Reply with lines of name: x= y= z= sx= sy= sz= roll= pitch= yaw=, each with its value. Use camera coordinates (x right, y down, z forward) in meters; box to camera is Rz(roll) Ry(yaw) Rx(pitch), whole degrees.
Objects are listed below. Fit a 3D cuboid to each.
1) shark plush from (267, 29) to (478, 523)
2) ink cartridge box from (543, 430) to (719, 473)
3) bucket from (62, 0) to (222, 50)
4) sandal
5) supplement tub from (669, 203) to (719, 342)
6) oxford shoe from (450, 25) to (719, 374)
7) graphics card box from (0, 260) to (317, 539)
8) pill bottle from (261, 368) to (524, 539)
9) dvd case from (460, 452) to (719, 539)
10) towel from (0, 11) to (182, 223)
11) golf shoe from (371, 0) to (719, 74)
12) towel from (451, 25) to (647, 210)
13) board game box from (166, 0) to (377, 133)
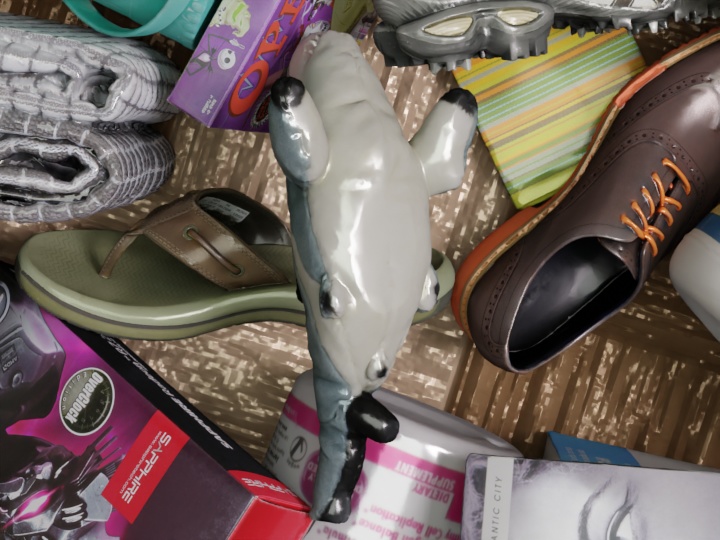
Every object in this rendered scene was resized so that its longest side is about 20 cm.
shark plush: x=0.000 y=0.000 z=0.782 sx=0.090 sy=0.083 sz=0.201 roll=-13 pitch=97 yaw=-28
ink cartridge box: x=0.169 y=0.160 z=0.828 sx=0.199 sy=0.125 sz=0.129 roll=11 pitch=92 yaw=3
bucket: x=-0.086 y=-0.202 z=0.804 sx=0.134 sy=0.207 sz=0.208 roll=29 pitch=92 yaw=-3
sandal: x=-0.057 y=-0.010 z=0.858 sx=0.200 sy=0.080 sz=0.058 roll=-1 pitch=118 yaw=-5
supplement tub: x=0.249 y=-0.020 z=0.811 sx=0.200 sy=0.145 sz=0.145 roll=-44 pitch=89 yaw=3
oxford shoe: x=0.128 y=-0.028 z=0.844 sx=0.071 sy=0.073 sz=0.200 roll=39 pitch=98 yaw=-21
graphics card box: x=-0.126 y=0.098 z=0.832 sx=0.200 sy=0.051 sz=0.126 roll=38 pitch=98 yaw=34
pill bottle: x=-0.011 y=0.156 z=0.844 sx=0.113 sy=0.113 sz=0.201 roll=21 pitch=92 yaw=3
dvd case: x=0.135 y=0.154 z=0.738 sx=0.199 sy=0.016 sz=0.150 roll=3 pitch=79 yaw=11
towel: x=-0.185 y=-0.073 z=0.825 sx=0.199 sy=0.166 sz=0.086 roll=10 pitch=97 yaw=3
golf shoe: x=0.094 y=-0.145 z=0.816 sx=0.199 sy=0.078 sz=0.095 roll=-14 pitch=100 yaw=-31
towel: x=0.070 y=-0.135 z=0.885 sx=0.086 sy=0.018 sz=0.201 roll=-25 pitch=89 yaw=-2
board game box: x=-0.004 y=-0.151 z=0.819 sx=0.032 sy=0.120 sz=0.201 roll=35 pitch=103 yaw=19
